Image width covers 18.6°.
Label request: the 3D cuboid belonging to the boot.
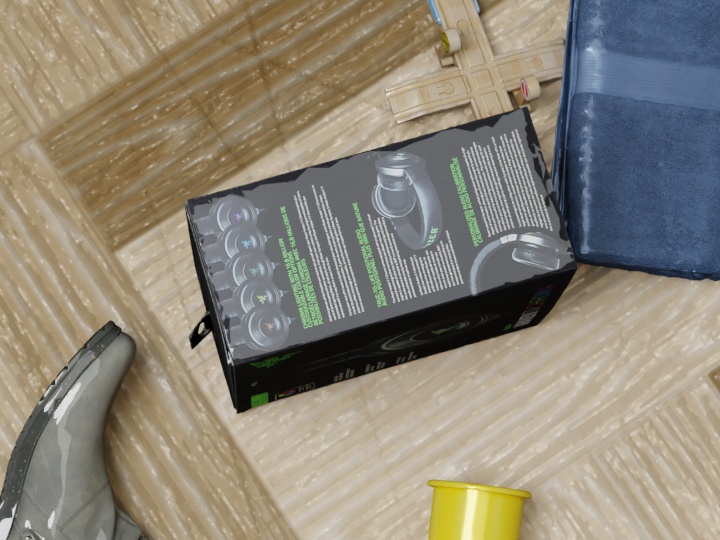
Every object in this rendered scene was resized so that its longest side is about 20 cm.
[{"bbox_3d":[-0.141,0.140,1.220,0.130,0.068,0.200,28,87,-2],"label":"boot"}]

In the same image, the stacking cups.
[{"bbox_3d":[0.055,0.219,1.219,0.060,0.061,0.201,7,85,-1],"label":"stacking cups"}]

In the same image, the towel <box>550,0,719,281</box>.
[{"bbox_3d":[0.170,-0.095,1.275,0.111,0.049,0.201,8,79,-11],"label":"towel"}]

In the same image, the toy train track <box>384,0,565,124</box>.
[{"bbox_3d":[0.059,-0.154,1.284,0.114,0.033,0.201,-17,77,-14],"label":"toy train track"}]

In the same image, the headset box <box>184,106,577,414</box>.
[{"bbox_3d":[0.000,0.000,1.188,0.199,0.174,0.093,-15,80,-6],"label":"headset box"}]
